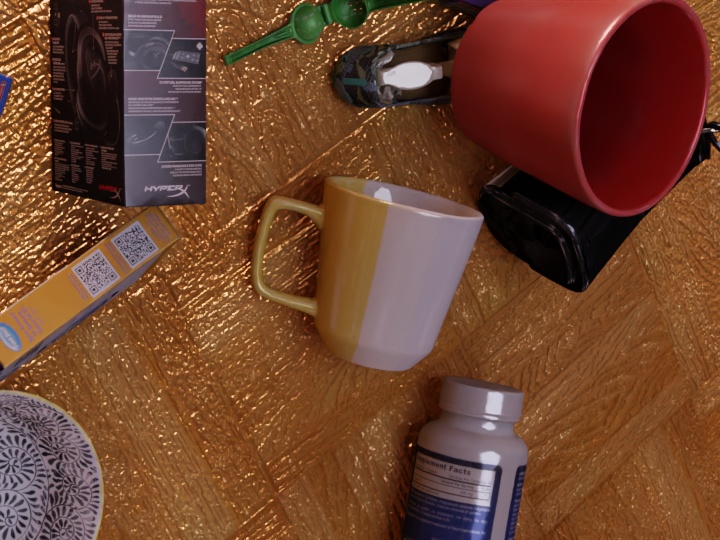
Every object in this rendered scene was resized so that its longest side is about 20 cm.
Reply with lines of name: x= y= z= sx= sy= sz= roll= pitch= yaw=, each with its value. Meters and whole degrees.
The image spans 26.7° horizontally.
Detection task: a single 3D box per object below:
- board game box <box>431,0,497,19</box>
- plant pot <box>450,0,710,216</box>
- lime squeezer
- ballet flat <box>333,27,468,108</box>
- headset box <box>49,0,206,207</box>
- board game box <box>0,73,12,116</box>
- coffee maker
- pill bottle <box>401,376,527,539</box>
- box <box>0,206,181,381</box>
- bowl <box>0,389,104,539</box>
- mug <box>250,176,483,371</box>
board game box: x=0.136 y=-0.326 z=1.460 sx=0.198 sy=0.056 sz=0.168 roll=13 pitch=88 yaw=-35
plant pot: x=0.191 y=-0.165 z=1.381 sx=0.199 sy=0.176 sz=0.203 roll=-20 pitch=119 yaw=-40
lime squeezer: x=-0.029 y=-0.221 z=1.360 sx=0.198 sy=0.071 sz=0.038 roll=-17 pitch=127 yaw=-1
ballet flat: x=0.069 y=-0.186 z=1.428 sx=0.198 sy=0.074 sz=0.075 roll=-17 pitch=107 yaw=-32
headset box: x=-0.187 y=-0.158 z=1.206 sx=0.076 sy=0.148 sz=0.203 roll=-3 pitch=98 yaw=-34
board game box: x=-0.357 y=-0.075 z=1.147 sx=0.134 sy=0.044 sz=0.202 roll=22 pitch=84 yaw=-48
coffee maker: x=0.241 y=-0.090 z=1.485 sx=0.200 sy=0.191 sz=0.135 roll=-47 pitch=120 yaw=-19
pill bottle: x=0.103 y=0.211 z=1.485 sx=0.110 sy=0.110 sz=0.203 roll=8 pitch=93 yaw=-35
box: x=-0.242 y=0.029 z=1.213 sx=0.199 sy=0.119 sz=0.042 roll=-37 pitch=92 yaw=-24
bowl: x=-0.312 y=0.180 z=1.200 sx=0.199 sy=0.094 sz=0.204 roll=-10 pitch=107 yaw=-33
mug: x=0.008 y=0.001 z=1.395 sx=0.149 sy=0.185 sz=0.155 roll=-11 pitch=116 yaw=-66
